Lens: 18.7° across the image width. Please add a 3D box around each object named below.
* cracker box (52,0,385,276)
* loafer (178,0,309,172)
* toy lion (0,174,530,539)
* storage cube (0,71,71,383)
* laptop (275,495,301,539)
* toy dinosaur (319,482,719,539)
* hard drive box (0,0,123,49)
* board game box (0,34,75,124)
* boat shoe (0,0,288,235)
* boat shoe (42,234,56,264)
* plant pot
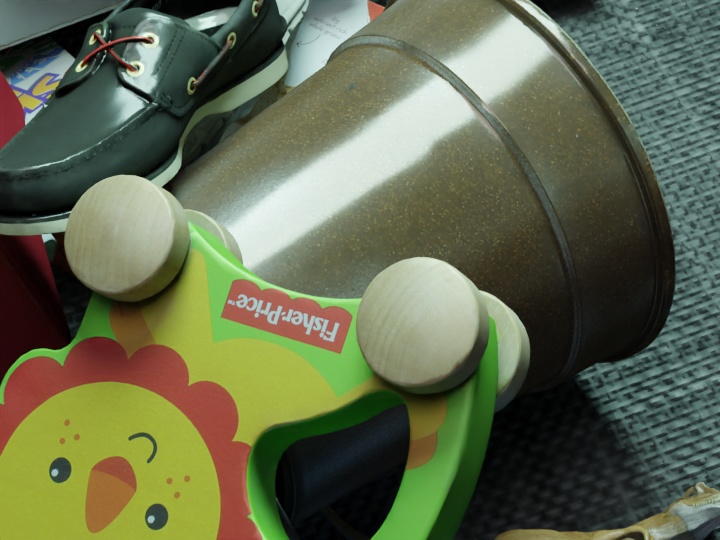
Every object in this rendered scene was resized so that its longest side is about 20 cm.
[{"bbox_3d":[-0.068,-0.068,1.132,0.133,0.058,0.200,26,61,27],"label":"cracker box"},{"bbox_3d":[-0.082,-0.099,1.046,0.070,0.070,0.200,33,35,0],"label":"loafer"},{"bbox_3d":[-0.058,0.075,0.801,0.199,0.069,0.193,15,83,24],"label":"toy lion"},{"bbox_3d":[-0.244,-0.041,0.932,0.199,0.180,0.172,-24,47,4],"label":"storage cube"},{"bbox_3d":[0.043,0.158,0.867,0.103,0.178,0.200,-25,53,-11],"label":"laptop"},{"bbox_3d":[0.067,0.134,0.969,0.198,0.061,0.106,-2,29,1],"label":"toy dinosaur"},{"bbox_3d":[-0.175,-0.177,1.177,0.199,0.077,0.156,-22,18,-7],"label":"hard drive box"},{"bbox_3d":[-0.184,-0.077,1.123,0.095,0.030,0.200,-33,30,-9],"label":"board game box"},{"bbox_3d":[-0.096,-0.078,0.912,0.073,0.064,0.201,8,33,27],"label":"boat shoe"},{"bbox_3d":[-0.236,0.036,1.026,0.091,0.071,0.201,41,92,7],"label":"boat shoe"},{"bbox_3d":[0.000,0.000,0.960,0.198,0.201,0.200,-32,54,-26],"label":"plant pot"}]
